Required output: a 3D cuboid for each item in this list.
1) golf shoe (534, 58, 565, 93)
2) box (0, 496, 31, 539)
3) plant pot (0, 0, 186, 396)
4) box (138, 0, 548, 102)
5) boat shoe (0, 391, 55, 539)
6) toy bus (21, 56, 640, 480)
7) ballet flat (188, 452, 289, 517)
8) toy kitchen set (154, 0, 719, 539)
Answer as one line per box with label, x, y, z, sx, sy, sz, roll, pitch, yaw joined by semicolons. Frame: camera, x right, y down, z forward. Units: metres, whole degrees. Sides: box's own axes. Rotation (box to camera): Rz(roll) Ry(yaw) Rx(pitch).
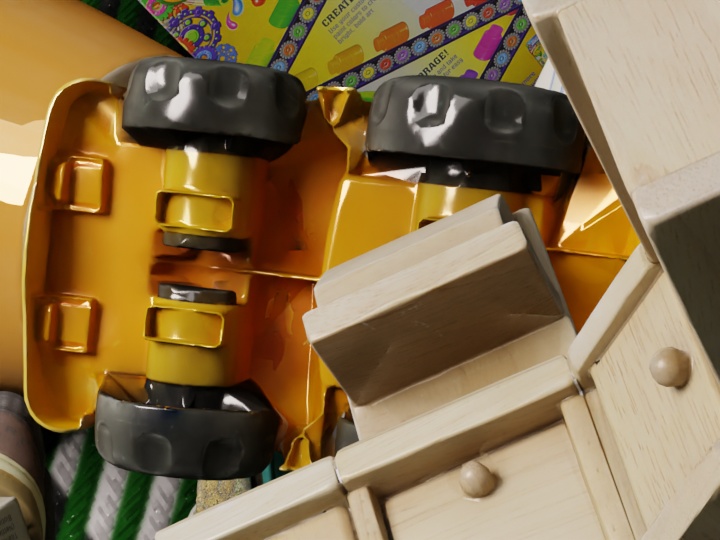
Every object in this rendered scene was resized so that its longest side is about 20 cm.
golf shoe;0.105;-0.102;0.833;0.200;0.078;0.098;-43;62;62
box;-0.125;0.182;0.769;0.068;0.082;0.202;-15;95;28
plant pot;-0.149;-0.034;0.889;0.182;0.200;0.201;14;67;33
box;-0.038;-0.145;0.955;0.122;0.193;0.200;-43;42;2
boat shoe;-0.148;0.128;0.875;0.066;0.071;0.202;-69;0;-51
toy bus;0.000;0.000;0.822;0.198;0.192;0.137;6;94;7
ballet flat;-0.040;0.069;0.891;0.070;0.071;0.201;-24;47;22
toy kitchen set;0.018;0.006;0.604;0.199;0.181;0.164;-24;49;8
